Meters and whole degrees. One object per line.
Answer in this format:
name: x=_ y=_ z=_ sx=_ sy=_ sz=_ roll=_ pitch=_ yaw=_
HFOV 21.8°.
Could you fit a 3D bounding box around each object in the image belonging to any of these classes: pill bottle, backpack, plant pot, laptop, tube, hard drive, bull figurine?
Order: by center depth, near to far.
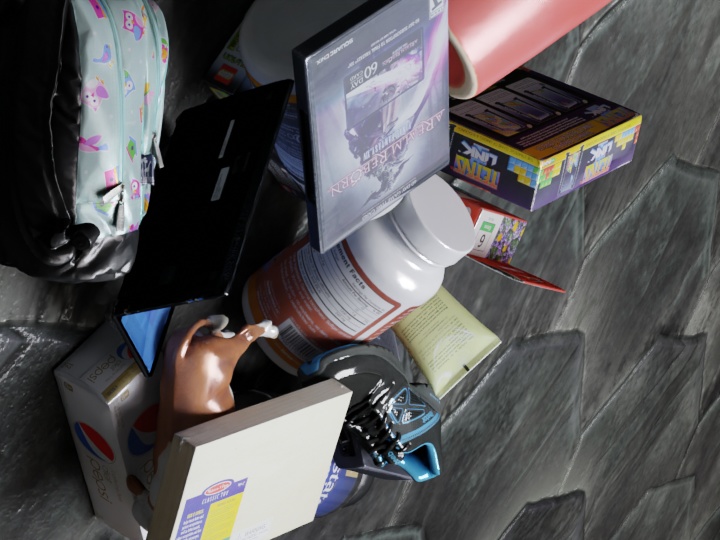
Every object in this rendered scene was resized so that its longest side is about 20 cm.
backpack: x=-0.207 y=-0.104 z=1.242 sx=0.126 sy=0.166 sz=0.202 roll=-8 pitch=107 yaw=-59
laptop: x=-0.109 y=-0.026 z=1.398 sx=0.103 sy=0.199 sz=0.178 roll=34 pitch=60 yaw=-36
pill bottle: x=-0.021 y=-0.132 z=1.487 sx=0.117 sy=0.116 sz=0.200 roll=-52 pitch=150 yaw=-21
bull figurine: x=-0.129 y=0.124 z=1.518 sx=0.121 sy=0.065 sz=0.201 roll=-31 pitch=142 yaw=-51
plant pot: x=0.108 y=-0.258 z=1.619 sx=0.177 sy=0.200 sz=0.201 roll=-45 pitch=149 yaw=-14
pill bottle: x=0.000 y=0.000 z=1.626 sx=0.200 sy=0.113 sz=0.112 roll=-36 pitch=166 yaw=30
tube: x=0.038 y=0.020 z=1.706 sx=0.052 sy=0.200 sz=0.058 roll=-23 pitch=152 yaw=-37
pill bottle: x=-0.063 y=0.176 z=1.763 sx=0.112 sy=0.111 sz=0.200 roll=-64 pitch=153 yaw=3
hard drive: x=-0.001 y=0.098 z=1.765 sx=0.135 sy=0.042 sz=0.201 roll=24 pitch=52 yaw=-62

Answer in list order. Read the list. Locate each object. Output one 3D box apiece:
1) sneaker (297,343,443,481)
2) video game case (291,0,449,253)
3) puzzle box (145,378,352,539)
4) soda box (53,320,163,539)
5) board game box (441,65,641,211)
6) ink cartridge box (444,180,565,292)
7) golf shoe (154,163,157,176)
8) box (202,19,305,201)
sneaker: x=0.019 y=0.125 z=1.647 sx=0.073 sy=0.082 sz=0.200 roll=-26 pitch=147 yaw=26
video game case: x=0.012 y=-0.121 z=1.413 sx=0.143 sy=0.019 sz=0.201 roll=-36 pitch=144 yaw=-26
puzzle box: x=-0.092 y=0.169 z=1.520 sx=0.199 sy=0.025 sz=0.134 roll=-14 pitch=129 yaw=-52
soda box: x=-0.194 y=0.140 z=1.556 sx=0.068 sy=0.063 sz=0.201 roll=-45 pitch=147 yaw=-31
board game box: x=0.153 y=-0.134 z=1.812 sx=0.200 sy=0.165 sz=0.057 roll=-25 pitch=134 yaw=-49
ink cartridge box: x=0.100 y=-0.045 z=1.758 sx=0.109 sy=0.199 sz=0.051 roll=12 pitch=104 yaw=-62
golf shoe: x=-0.189 y=-0.096 z=1.370 sx=0.095 sy=0.077 sz=0.201 roll=-58 pitch=161 yaw=-63
box: x=-0.056 y=-0.149 z=1.576 sx=0.110 sy=0.035 sz=0.200 roll=-57 pitch=152 yaw=-11
